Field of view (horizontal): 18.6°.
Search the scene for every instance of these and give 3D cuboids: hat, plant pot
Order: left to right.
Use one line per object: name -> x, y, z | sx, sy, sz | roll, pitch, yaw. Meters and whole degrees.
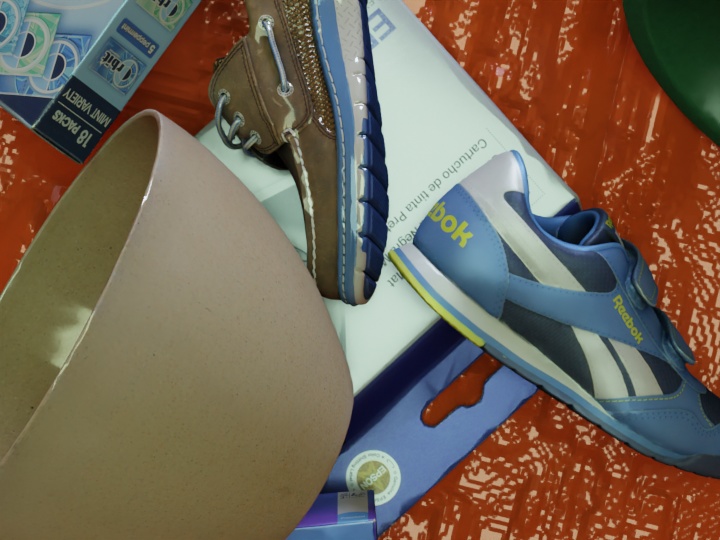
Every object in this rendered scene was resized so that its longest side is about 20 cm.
plant pot -> -0.082, 0.053, 0.930 | 0.134, 0.200, 0.201 | 31, 89, -17
hat -> 0.239, -0.143, 0.977 | 0.176, 0.200, 0.166 | -46, 110, -16

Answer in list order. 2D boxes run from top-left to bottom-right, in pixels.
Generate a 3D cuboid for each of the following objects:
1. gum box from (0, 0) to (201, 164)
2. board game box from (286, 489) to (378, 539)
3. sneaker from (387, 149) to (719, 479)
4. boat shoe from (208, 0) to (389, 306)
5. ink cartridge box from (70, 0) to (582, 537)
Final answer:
gum box -> -0.128, -0.174, 0.994 | 0.170, 0.045, 0.201 | 36, 90, 34
board game box -> -0.085, 0.180, 1.009 | 0.198, 0.045, 0.136 | -5, 102, 1
sneaker -> 0.110, 0.024, 0.991 | 0.199, 0.074, 0.082 | 35, 91, -19
boat shoe -> -0.029, -0.080, 0.984 | 0.072, 0.072, 0.202 | -6, 76, 6
ink cartridge box -> 0.000, 0.000, 1.030 | 0.199, 0.041, 0.200 | -43, 88, 0
